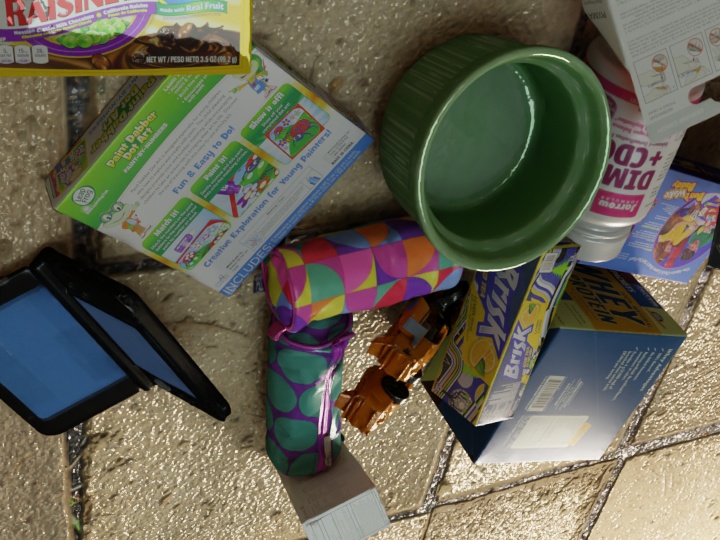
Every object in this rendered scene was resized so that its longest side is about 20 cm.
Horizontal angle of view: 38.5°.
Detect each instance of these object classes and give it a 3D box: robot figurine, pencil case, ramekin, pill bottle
[{"bbox_3d":[0.047,0.075,1.033,0.145,0.058,0.200,-58,174,28],"label":"robot figurine"},{"bbox_3d":[-0.052,0.117,1.043,0.085,0.092,0.201,-28,139,-33],"label":"pencil case"},{"bbox_3d":[0.000,0.000,0.969,0.199,0.089,0.089,-15,135,-26],"label":"pencil case"},{"bbox_3d":[0.113,-0.110,0.909,0.199,0.098,0.201,-13,120,-23],"label":"ramekin"},{"bbox_3d":[0.243,-0.115,0.998,0.113,0.114,0.201,-7,131,-26],"label":"pill bottle"}]

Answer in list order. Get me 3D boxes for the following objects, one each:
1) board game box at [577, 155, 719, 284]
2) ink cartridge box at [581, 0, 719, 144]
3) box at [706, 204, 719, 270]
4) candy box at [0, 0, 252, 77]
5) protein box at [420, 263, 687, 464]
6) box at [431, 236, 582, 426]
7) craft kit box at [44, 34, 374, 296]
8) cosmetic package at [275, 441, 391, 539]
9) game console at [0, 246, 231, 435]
[{"bbox_3d":[0.332,-0.061,1.153,0.199,0.045,0.135,9,123,-37],"label":"board game box"},{"bbox_3d":[0.278,-0.235,0.894,0.162,0.057,0.201,-25,111,-11],"label":"ink cartridge box"},{"bbox_3d":[0.407,-0.129,1.037,0.199,0.049,0.201,-47,145,-45],"label":"box"},{"bbox_3d":[-0.173,-0.185,0.710,0.198,0.026,0.103,-4,122,-14],"label":"candy box"},{"bbox_3d":[0.214,0.100,1.161,0.199,0.135,0.199,5,125,-34],"label":"protein box"},{"bbox_3d":[0.143,0.050,1.024,0.064,0.070,0.201,-5,121,-44],"label":"box"},{"bbox_3d":[-0.120,-0.091,0.851,0.200,0.049,0.197,-46,139,13],"label":"craft kit box"},{"bbox_3d":[-0.035,0.232,1.088,0.082,0.200,0.051,-23,103,-9],"label":"cosmetic package"},{"bbox_3d":[-0.238,0.088,0.894,0.117,0.175,0.200,-53,143,-20],"label":"game console"}]
